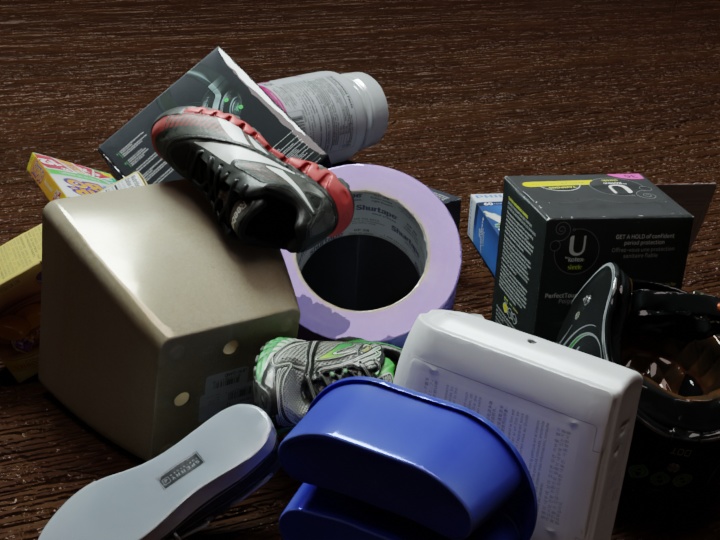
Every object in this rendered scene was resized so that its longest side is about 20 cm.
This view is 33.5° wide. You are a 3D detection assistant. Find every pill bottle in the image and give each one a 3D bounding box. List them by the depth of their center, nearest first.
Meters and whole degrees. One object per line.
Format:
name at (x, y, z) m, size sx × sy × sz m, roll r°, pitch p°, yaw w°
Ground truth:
pill bottle at (-0.065, -0.177, 1.434) m, size 0.113 × 0.115 × 0.199 m, roll 22°, pitch 28°, yaw 37°

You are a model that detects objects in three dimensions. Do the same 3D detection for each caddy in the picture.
caddy at (0.031, 0.161, 0.887) m, size 0.198 × 0.143 × 0.105 m, roll 16°, pitch 29°, yaw 25°

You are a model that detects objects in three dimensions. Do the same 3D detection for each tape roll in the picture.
tape roll at (0.000, 0.000, 1.198) m, size 0.197 × 0.085 × 0.202 m, roll 1°, pitch 61°, yaw -1°

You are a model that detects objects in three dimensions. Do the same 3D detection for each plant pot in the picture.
plant pot at (-0.159, 0.052, 1.067) m, size 0.198 × 0.202 × 0.177 m, roll -13°, pitch 38°, yaw -33°

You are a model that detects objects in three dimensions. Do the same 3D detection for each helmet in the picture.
helmet at (0.252, 0.089, 1.019) m, size 0.197 × 0.203 × 0.191 m, roll 2°, pitch -20°, yaw -3°

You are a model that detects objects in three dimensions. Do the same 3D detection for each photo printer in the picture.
photo printer at (0.111, 0.128, 0.944) m, size 0.198 × 0.168 × 0.069 m, roll 18°, pitch 20°, yaw 32°

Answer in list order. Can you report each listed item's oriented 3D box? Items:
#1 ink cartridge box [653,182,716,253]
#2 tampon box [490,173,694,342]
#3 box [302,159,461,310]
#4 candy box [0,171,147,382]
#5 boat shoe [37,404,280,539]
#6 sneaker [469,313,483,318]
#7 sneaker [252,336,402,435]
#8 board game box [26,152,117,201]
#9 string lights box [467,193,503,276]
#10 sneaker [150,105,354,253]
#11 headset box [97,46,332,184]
ink cartridge box at (0.274, -0.029, 1.292) m, size 0.160 × 0.201 × 0.050 m, roll -2°, pitch 43°, yaw -12°
tampon box at (0.217, 0.019, 1.167) m, size 0.148 × 0.202 × 0.126 m, roll -1°, pitch 23°, yaw -12°
box at (-0.015, -0.044, 1.406) m, size 0.199 × 0.105 × 0.181 m, roll 23°, pitch 28°, yaw 39°
candy box at (-0.268, 0.007, 1.134) m, size 0.199 × 0.117 × 0.057 m, roll -29°, pitch 44°, yaw -8°
boat shoe at (-0.148, 0.179, 0.911) m, size 0.198 × 0.068 × 0.073 m, roll -35°, pitch 49°, yaw -19°
sneaker at (0.075, 0.093, 1.138) m, size 0.081 × 0.075 × 0.200 m, roll 11°, pitch 23°, yaw 5°
sneaker at (-0.018, 0.090, 1.010) m, size 0.084 × 0.079 × 0.199 m, roll -2°, pitch 5°, yaw 35°
board game box at (-0.290, -0.079, 1.277) m, size 0.095 × 0.030 × 0.200 m, roll 15°, pitch 15°, yaw -31°
string lights box at (0.204, -0.035, 1.472) m, size 0.101 × 0.060 × 0.200 m, roll -2°, pitch 23°, yaw -9°
sneaker at (-0.106, -0.077, 1.043) m, size 0.199 × 0.071 × 0.098 m, roll 29°, pitch 39°, yaw 8°
headset box at (-0.153, -0.110, 1.266) m, size 0.174 × 0.093 × 0.200 m, roll -42°, pitch 70°, yaw -10°
